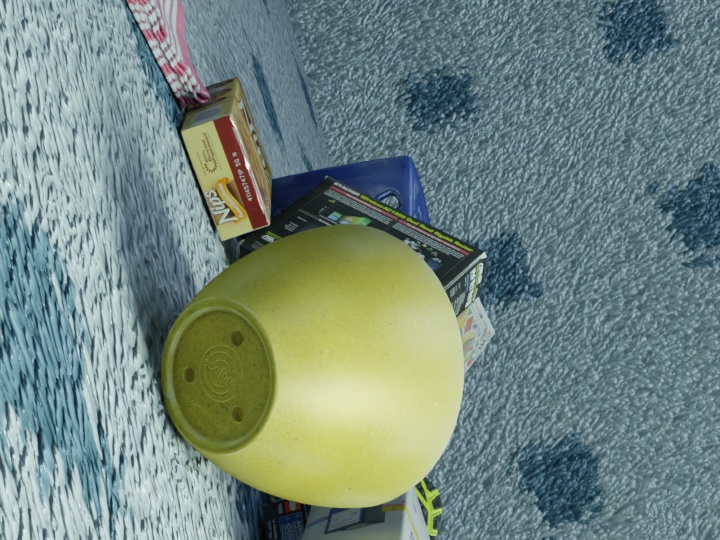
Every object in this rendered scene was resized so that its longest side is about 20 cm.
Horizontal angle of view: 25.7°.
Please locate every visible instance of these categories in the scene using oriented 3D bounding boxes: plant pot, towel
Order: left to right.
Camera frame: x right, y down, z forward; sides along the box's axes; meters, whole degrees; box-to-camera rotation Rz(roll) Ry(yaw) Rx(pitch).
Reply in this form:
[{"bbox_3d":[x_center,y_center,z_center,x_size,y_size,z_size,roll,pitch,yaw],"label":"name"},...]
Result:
[{"bbox_3d":[-0.196,-0.264,1.503,0.200,0.030,0.147,67,6,-58],"label":"towel"},{"bbox_3d":[-0.050,0.068,1.068,0.142,0.199,0.201,-1,71,-54],"label":"plant pot"},{"bbox_3d":[-0.015,0.014,1.720,0.200,0.199,0.181,69,12,-58],"label":"plant pot"}]

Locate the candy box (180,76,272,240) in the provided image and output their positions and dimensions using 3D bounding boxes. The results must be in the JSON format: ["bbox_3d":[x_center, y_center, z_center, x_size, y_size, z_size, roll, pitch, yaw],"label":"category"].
[{"bbox_3d":[-0.131,-0.116,1.581,0.200,0.055,0.116,-96,168,-73],"label":"candy box"}]

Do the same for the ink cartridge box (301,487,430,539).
[{"bbox_3d":[0.015,0.250,1.195,0.200,0.087,0.146,-58,132,-81],"label":"ink cartridge box"}]

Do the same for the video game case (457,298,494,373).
[{"bbox_3d":[0.066,0.094,1.667,0.023,0.182,0.200,31,-13,27],"label":"video game case"}]

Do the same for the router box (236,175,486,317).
[{"bbox_3d":[0.000,0.000,1.542,0.199,0.150,0.062,27,-46,25],"label":"router box"}]

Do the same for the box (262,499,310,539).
[{"bbox_3d":[-0.028,0.300,1.284,0.137,0.040,0.201,-101,173,-52],"label":"box"}]

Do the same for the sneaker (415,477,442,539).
[{"bbox_3d":[0.035,0.279,1.509,0.075,0.076,0.200,34,30,-11],"label":"sneaker"}]
